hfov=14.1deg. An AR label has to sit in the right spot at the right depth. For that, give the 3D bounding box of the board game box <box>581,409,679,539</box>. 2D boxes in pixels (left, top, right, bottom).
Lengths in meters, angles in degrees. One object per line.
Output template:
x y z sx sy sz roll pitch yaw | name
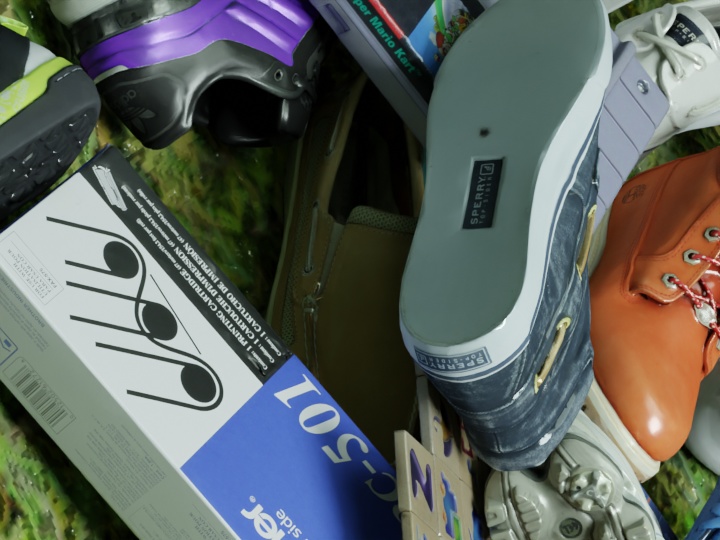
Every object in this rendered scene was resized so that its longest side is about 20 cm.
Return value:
0.059 0.130 1.264 0.136 0.034 0.200 54 39 -14 | board game box

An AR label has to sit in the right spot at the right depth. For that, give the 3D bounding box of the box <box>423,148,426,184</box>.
0.030 -0.141 1.338 0.049 0.082 0.201 -26 91 -52 | box

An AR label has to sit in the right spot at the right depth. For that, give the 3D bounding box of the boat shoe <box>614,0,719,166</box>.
0.153 -0.100 1.447 0.199 0.066 0.072 -14 59 -40 | boat shoe

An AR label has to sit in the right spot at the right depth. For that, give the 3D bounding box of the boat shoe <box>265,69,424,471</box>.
0.000 0.000 1.218 0.071 0.076 0.201 7 56 -19 | boat shoe

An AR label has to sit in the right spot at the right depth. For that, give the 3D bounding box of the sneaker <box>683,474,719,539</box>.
0.182 0.120 1.320 0.078 0.066 0.201 21 90 -59 | sneaker

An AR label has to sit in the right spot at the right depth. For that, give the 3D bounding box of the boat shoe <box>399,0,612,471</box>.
0.065 -0.020 1.186 0.091 0.070 0.201 65 35 -47 | boat shoe

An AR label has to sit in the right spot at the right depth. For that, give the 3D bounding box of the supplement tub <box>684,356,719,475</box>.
0.229 0.006 1.462 0.122 0.122 0.201 44 43 -25 | supplement tub

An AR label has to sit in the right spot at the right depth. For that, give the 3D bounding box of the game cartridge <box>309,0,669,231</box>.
0.049 -0.108 1.258 0.200 0.038 0.130 51 40 -16 | game cartridge

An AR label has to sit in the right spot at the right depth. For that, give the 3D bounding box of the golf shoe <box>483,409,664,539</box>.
0.112 0.141 1.232 0.097 0.078 0.201 -84 156 -66 | golf shoe

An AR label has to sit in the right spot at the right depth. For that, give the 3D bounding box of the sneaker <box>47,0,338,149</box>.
-0.042 -0.103 1.245 0.200 0.069 0.100 -28 93 -43 | sneaker

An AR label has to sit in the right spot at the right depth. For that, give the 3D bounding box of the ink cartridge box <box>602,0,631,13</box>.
0.104 -0.235 1.474 0.146 0.084 0.201 -34 97 -51 | ink cartridge box

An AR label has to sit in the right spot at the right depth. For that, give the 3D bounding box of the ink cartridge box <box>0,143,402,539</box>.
-0.065 0.055 1.123 0.200 0.044 0.094 50 39 -2 | ink cartridge box

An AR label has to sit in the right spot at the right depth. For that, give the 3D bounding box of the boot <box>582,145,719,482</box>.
0.150 0.010 1.354 0.075 0.107 0.201 49 31 -27 | boot

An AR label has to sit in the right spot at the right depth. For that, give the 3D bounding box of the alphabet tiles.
0.045 0.120 1.165 0.167 0.008 0.201 45 36 -60 | alphabet tiles

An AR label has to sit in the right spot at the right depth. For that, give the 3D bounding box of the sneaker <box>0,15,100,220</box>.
-0.180 -0.044 1.070 0.083 0.072 0.200 42 36 11 | sneaker
